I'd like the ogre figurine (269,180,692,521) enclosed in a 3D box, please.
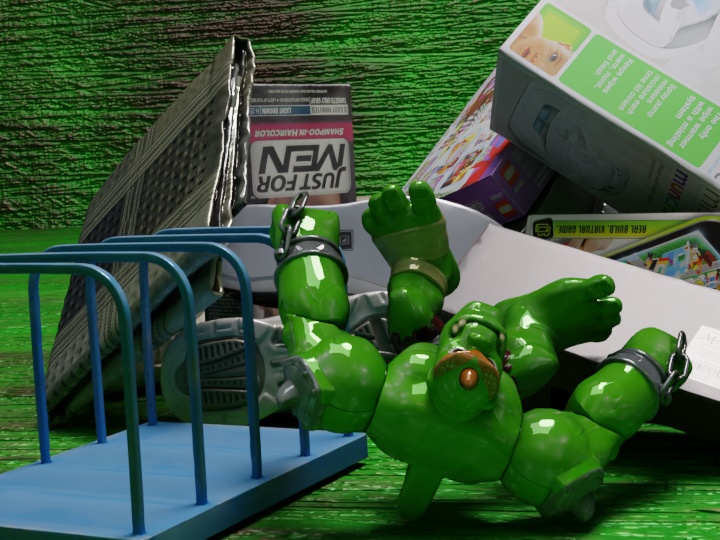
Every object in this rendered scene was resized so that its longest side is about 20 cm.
[{"bbox_3d":[0.046,0.041,0.624,0.098,0.199,0.120,-44,18,40],"label":"ogre figurine"}]

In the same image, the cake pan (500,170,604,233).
[{"bbox_3d":[0.080,-0.008,0.985,0.200,0.037,0.201,-40,15,12],"label":"cake pan"}]

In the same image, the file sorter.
[{"bbox_3d":[-0.104,0.048,0.667,0.137,0.124,0.200,-1,6,27],"label":"file sorter"}]

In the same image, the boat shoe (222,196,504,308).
[{"bbox_3d":[0.000,0.000,0.875,0.197,0.071,0.066,-1,-22,3],"label":"boat shoe"}]

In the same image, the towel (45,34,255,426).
[{"bbox_3d":[-0.125,-0.025,0.875,0.034,0.194,0.200,29,-50,-25],"label":"towel"}]

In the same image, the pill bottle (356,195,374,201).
[{"bbox_3d":[-0.066,0.000,1.184,0.197,0.117,0.116,-4,5,-5],"label":"pill bottle"}]

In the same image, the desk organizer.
[{"bbox_3d":[0.139,0.051,0.728,0.198,0.078,0.072,18,49,29],"label":"desk organizer"}]

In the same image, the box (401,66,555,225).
[{"bbox_3d":[0.107,-0.099,1.013,0.136,0.039,0.200,-23,25,54],"label":"box"}]

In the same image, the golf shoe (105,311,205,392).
[{"bbox_3d":[-0.123,0.044,0.995,0.091,0.076,0.199,4,9,31],"label":"golf shoe"}]

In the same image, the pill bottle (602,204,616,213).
[{"bbox_3d":[0.175,-0.004,1.090,0.112,0.115,0.200,-2,5,11],"label":"pill bottle"}]

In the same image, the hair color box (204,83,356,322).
[{"bbox_3d":[-0.054,-0.023,0.959,0.099,0.203,0.060,-7,6,-40],"label":"hair color box"}]

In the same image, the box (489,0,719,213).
[{"bbox_3d":[0.209,-0.133,0.890,0.176,0.200,0.097,35,-20,18],"label":"box"}]

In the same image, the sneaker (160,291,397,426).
[{"bbox_3d":[-0.015,0.051,0.852,0.197,0.079,0.099,-1,1,6],"label":"sneaker"}]

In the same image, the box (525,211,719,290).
[{"bbox_3d":[0.180,0.024,0.805,0.198,0.111,0.035,1,-14,39],"label":"box"}]
